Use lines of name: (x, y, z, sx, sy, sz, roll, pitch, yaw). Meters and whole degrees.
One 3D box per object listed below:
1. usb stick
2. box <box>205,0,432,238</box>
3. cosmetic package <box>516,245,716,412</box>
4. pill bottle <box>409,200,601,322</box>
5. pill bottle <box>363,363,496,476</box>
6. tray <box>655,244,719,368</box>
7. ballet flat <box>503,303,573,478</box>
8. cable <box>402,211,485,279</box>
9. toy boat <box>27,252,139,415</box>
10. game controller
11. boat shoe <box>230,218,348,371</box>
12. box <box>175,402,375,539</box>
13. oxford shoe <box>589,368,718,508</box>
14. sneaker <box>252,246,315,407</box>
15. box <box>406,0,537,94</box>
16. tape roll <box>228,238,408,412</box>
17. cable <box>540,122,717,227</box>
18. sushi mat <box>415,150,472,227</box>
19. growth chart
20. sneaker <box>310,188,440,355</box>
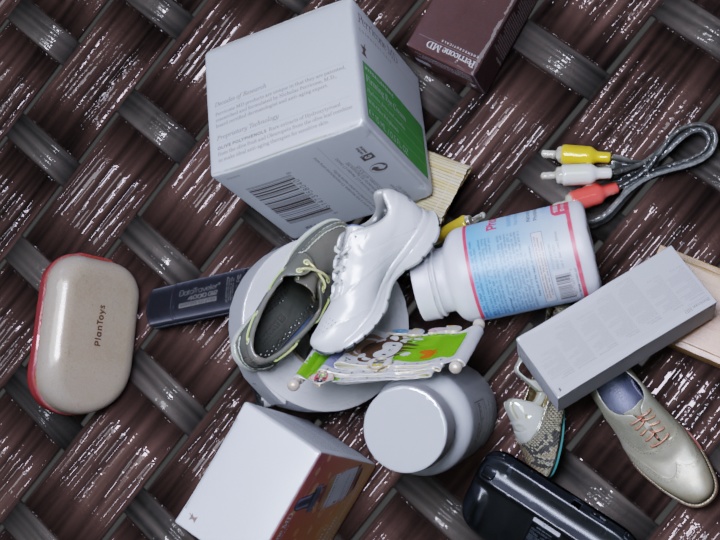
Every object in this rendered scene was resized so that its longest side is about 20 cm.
usb stick: (-0.191, 0.034, 1.540, 0.200, 0.033, 0.056, -12, 66, 41)
box: (-0.047, -0.170, 1.466, 0.199, 0.199, 0.172, -17, 63, 21)
cosmetic package: (0.272, 0.063, 1.345, 0.200, 0.051, 0.083, -30, 62, -6)
pill bottle: (0.160, -0.004, 1.397, 0.199, 0.109, 0.109, -13, 74, 11)
pill bottle: (0.074, 0.161, 1.363, 0.114, 0.200, 0.115, 0, 90, 17)
tray: (0.403, 0.056, 1.378, 0.200, 0.037, 0.099, 24, 86, 22)
ballet flat: (0.201, 0.130, 1.405, 0.075, 0.068, 0.201, 21, 81, -23)
cable: (0.069, -0.006, 1.510, 0.199, 0.050, 0.098, -10, 91, 28)
toy boat: (-0.366, 0.082, 1.593, 0.130, 0.130, 0.201, -8, 72, 48)
game controller: (0.204, 0.285, 1.379, 0.200, 0.042, 0.105, 32, 122, 22)
boat shoe: (-0.065, 0.025, 1.379, 0.072, 0.060, 0.202, 39, 73, -11)
box: (-0.089, 0.248, 1.406, 0.106, 0.200, 0.153, 30, 89, 22)
oxford shoe: (0.307, 0.173, 1.361, 0.071, 0.074, 0.200, -43, 69, 5)
sneaker: (-0.092, 0.068, 1.527, 0.079, 0.074, 0.201, 1, 71, -11)
box: (0.151, -0.328, 1.528, 0.100, 0.075, 0.200, 28, 89, 21)
tape roll: (-0.049, 0.064, 1.449, 0.202, 0.071, 0.203, 2, 83, -20)
cable: (0.308, -0.110, 1.430, 0.199, 0.050, 0.098, -12, 80, 15)
sushi mat: (0.033, -0.115, 1.528, 0.200, 0.012, 0.096, 24, 86, 33)
growth chart: (0.031, 0.088, 1.346, 0.199, 0.145, 0.018, -7, 109, 11)
sneaker: (0.000, 0.000, 1.360, 0.087, 0.074, 0.200, 38, 78, -22)
